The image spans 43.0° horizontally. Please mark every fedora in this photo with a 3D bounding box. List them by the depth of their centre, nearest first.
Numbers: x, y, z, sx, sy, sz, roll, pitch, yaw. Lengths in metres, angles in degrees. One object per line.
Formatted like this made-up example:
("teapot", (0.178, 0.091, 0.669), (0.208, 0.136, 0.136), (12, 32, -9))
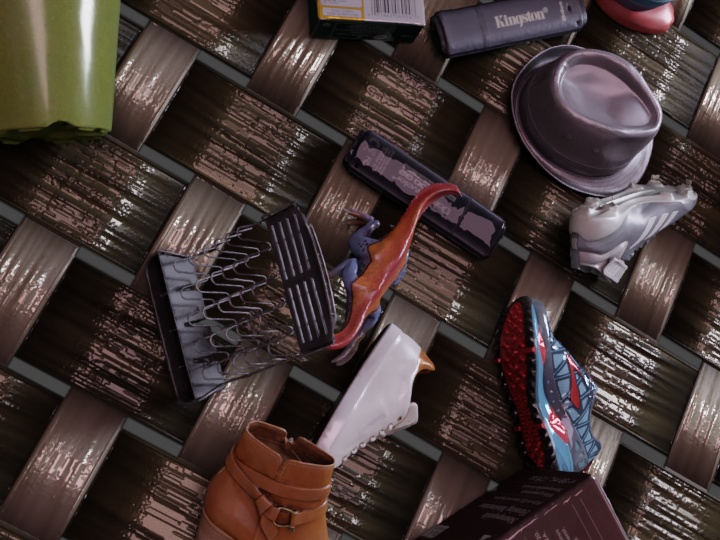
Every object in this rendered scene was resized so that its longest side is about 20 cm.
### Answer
("fedora", (0.276, -0.186, 1.059), (0.199, 0.090, 0.178), (31, 73, -8))

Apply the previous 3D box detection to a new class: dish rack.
("dish rack", (-0.113, 0.030, 0.867), (0.054, 0.199, 0.155), (-8, 78, -52))

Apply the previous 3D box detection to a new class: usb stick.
("usb stick", (0.073, -0.084, 1.015), (0.199, 0.033, 0.056), (33, 79, -7))
("usb stick", (0.175, -0.292, 1.076), (0.198, 0.033, 0.056), (-15, 82, -18))

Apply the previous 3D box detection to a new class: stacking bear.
("stacking bear", (0.364, -0.377, 1.063), (0.113, 0.200, 0.123), (-1, 79, -15))

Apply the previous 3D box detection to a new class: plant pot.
("plant pot", (-0.306, -0.222, 0.871), (0.198, 0.200, 0.192), (-6, 92, -16))

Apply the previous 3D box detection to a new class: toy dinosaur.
("toy dinosaur", (0.000, 0.000, 0.914), (0.105, 0.200, 0.182), (35, 29, -13))

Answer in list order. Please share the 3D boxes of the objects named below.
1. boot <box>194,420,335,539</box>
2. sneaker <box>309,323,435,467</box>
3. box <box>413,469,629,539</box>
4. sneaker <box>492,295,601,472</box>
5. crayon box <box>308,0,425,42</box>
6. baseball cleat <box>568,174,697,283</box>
("boot", (-0.050, 0.237, 0.856), (0.198, 0.074, 0.156), (22, 111, -7))
("sneaker", (0.010, 0.154, 0.927), (0.084, 0.073, 0.201), (37, 71, -3))
("box", (0.152, 0.315, 0.886), (0.199, 0.166, 0.165), (-27, 88, -19))
("sneaker", (0.209, 0.124, 0.997), (0.095, 0.079, 0.202), (-12, 91, -27))
("crayon box", (0.002, -0.366, 1.041), (0.124, 0.052, 0.202), (0, 80, -15))
("baseball cleat", (0.312, -0.046, 1.063), (0.198, 0.070, 0.107), (-12, 115, -30))
